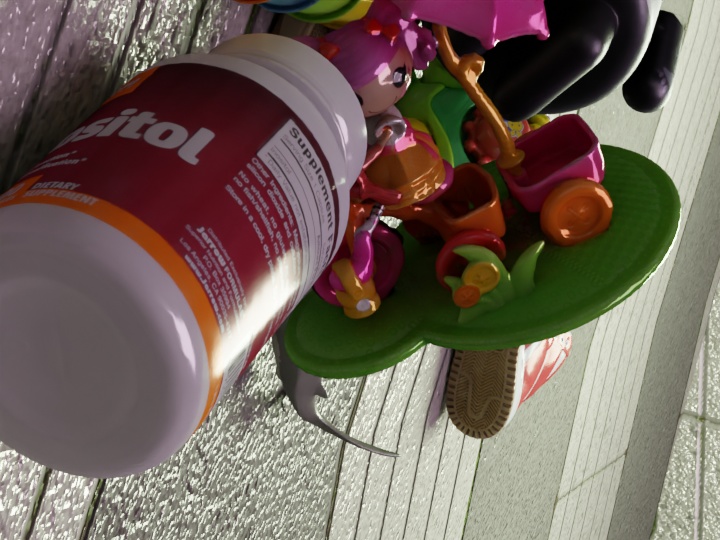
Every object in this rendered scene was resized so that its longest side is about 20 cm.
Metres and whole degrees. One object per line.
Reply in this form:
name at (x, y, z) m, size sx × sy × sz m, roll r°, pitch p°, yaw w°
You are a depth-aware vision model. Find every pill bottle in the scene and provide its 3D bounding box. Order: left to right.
pill bottle at (-0.073, -0.016, 0.843) m, size 0.200 × 0.113 × 0.113 m, roll -53°, pitch 153°, yaw -53°

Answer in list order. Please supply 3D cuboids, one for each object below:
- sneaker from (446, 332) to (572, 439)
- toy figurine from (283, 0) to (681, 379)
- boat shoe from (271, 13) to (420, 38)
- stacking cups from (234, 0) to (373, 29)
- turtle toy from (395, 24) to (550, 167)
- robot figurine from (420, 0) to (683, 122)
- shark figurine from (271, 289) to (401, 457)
sneaker at (0.125, 0.020, 1.606) m, size 0.112 × 0.071 × 0.200 m, roll -33°, pitch 144°, yaw -60°
toy figurine at (0.027, -0.070, 0.961) m, size 0.150 × 0.200 × 0.184 m, roll -117°, pitch -177°, yaw -57°
boat shoe at (-0.023, -0.056, 1.041) m, size 0.072 × 0.072 × 0.200 m, roll 72°, pitch 37°, yaw -62°
stacking cups at (-0.040, -0.137, 0.941) m, size 0.200 × 0.060 × 0.061 m, roll -15°, pitch 120°, yaw -69°
turtle toy at (0.069, -0.075, 1.239) m, size 0.146 × 0.101 × 0.200 m, roll -57°, pitch 134°, yaw -65°
robot figurine at (0.099, -0.159, 1.116) m, size 0.200 × 0.124 × 0.151 m, roll -66°, pitch 151°, yaw -52°
shark figurine at (-0.007, 0.021, 1.148) m, size 0.128 × 0.089 × 0.215 m, roll -41°, pitch 142°, yaw -59°
